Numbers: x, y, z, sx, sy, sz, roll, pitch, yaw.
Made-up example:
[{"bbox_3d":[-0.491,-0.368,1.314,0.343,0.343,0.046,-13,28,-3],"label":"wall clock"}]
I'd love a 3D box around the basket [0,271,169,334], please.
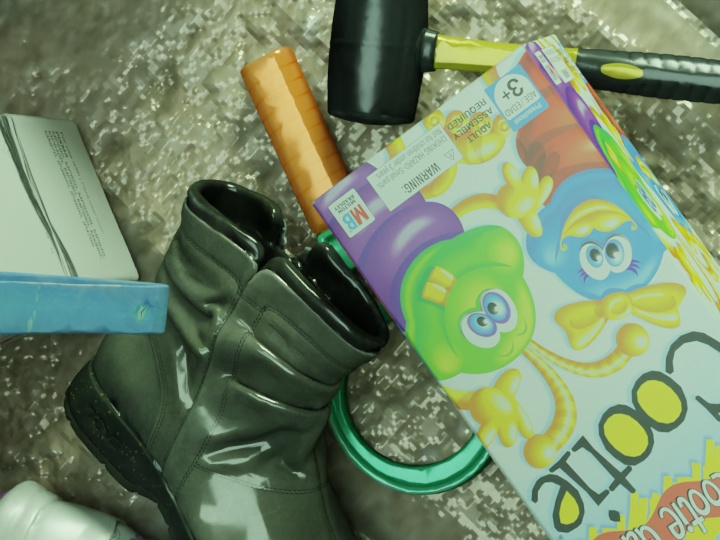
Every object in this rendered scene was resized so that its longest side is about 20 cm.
[{"bbox_3d":[-0.185,0.005,0.774,0.199,0.176,0.140,9,91,25],"label":"basket"}]

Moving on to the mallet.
[{"bbox_3d":[0.080,-0.075,0.975,0.199,0.041,0.066,15,94,12],"label":"mallet"}]

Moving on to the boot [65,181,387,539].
[{"bbox_3d":[-0.028,0.068,0.963,0.200,0.068,0.131,45,120,14],"label":"boot"}]

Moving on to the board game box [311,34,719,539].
[{"bbox_3d":[0.087,0.021,0.918,0.105,0.103,0.200,-36,90,13],"label":"board game box"}]

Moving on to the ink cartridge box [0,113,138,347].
[{"bbox_3d":[-0.198,-0.001,0.971,0.144,0.200,0.084,-25,86,15],"label":"ink cartridge box"}]

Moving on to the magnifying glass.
[{"bbox_3d":[0.000,0.000,1.004,0.079,0.022,0.201,-26,81,15],"label":"magnifying glass"}]

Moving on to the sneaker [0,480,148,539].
[{"bbox_3d":[-0.138,0.198,1.015,0.099,0.075,0.201,15,95,12],"label":"sneaker"}]
